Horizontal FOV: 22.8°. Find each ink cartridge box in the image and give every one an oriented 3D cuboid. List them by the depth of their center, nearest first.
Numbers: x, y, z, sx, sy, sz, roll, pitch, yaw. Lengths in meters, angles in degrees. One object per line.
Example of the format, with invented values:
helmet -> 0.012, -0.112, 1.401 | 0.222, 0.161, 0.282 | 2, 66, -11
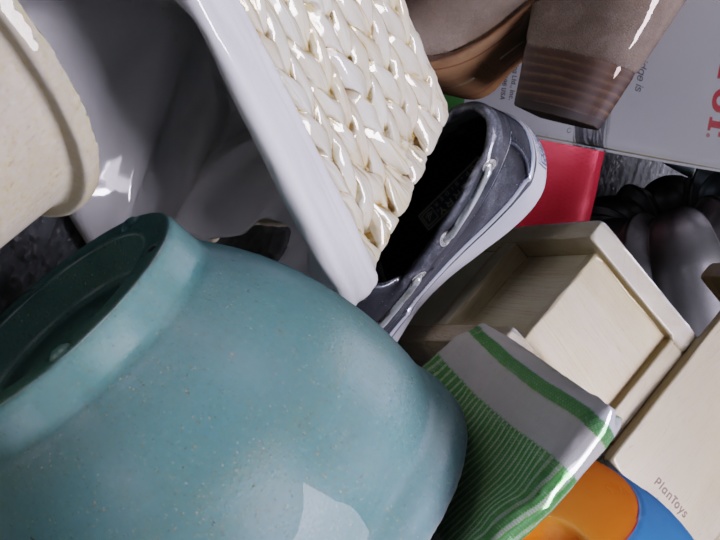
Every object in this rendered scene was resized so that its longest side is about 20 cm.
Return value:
ink cartridge box -> 0.127, -0.130, 0.863 | 0.084, 0.199, 0.147 | 1, 101, -58

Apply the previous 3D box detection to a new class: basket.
basket -> -0.064, -0.093, 0.740 | 0.124, 0.135, 0.201 | -58, 137, -35

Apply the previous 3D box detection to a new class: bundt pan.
bundt pan -> 0.192, -0.012, 1.057 | 0.201, 0.201, 0.076 | -27, 105, -49

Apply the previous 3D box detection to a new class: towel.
towel -> 0.000, 0.103, 0.683 | 0.200, 0.152, 0.023 | -40, 108, -6

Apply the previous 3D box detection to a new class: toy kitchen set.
toy kitchen set -> 0.140, 0.047, 0.918 | 0.163, 0.180, 0.200 | -47, 108, -18

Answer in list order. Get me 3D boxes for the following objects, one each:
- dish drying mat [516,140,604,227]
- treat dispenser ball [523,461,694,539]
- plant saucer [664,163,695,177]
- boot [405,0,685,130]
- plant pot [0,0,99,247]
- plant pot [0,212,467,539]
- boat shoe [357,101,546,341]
dish drying mat -> 0.097, -0.069, 0.976 | 0.076, 0.018, 0.202 | 8, 103, -10
treat dispenser ball -> 0.061, 0.173, 0.758 | 0.200, 0.200, 0.203 | -13, 107, -52
plant saucer -> 0.155, -0.149, 1.051 | 0.201, 0.038, 0.203 | -13, 90, -86
boot -> 0.062, -0.152, 0.813 | 0.070, 0.199, 0.147 | 14, 93, -67
plant pot -> -0.211, -0.026, 0.523 | 0.184, 0.200, 0.201 | -50, 134, -20
plant pot -> -0.077, 0.065, 0.676 | 0.134, 0.200, 0.201 | 52, 53, -19
boat shoe -> 0.000, 0.000, 0.826 | 0.200, 0.072, 0.068 | -42, 154, 15
